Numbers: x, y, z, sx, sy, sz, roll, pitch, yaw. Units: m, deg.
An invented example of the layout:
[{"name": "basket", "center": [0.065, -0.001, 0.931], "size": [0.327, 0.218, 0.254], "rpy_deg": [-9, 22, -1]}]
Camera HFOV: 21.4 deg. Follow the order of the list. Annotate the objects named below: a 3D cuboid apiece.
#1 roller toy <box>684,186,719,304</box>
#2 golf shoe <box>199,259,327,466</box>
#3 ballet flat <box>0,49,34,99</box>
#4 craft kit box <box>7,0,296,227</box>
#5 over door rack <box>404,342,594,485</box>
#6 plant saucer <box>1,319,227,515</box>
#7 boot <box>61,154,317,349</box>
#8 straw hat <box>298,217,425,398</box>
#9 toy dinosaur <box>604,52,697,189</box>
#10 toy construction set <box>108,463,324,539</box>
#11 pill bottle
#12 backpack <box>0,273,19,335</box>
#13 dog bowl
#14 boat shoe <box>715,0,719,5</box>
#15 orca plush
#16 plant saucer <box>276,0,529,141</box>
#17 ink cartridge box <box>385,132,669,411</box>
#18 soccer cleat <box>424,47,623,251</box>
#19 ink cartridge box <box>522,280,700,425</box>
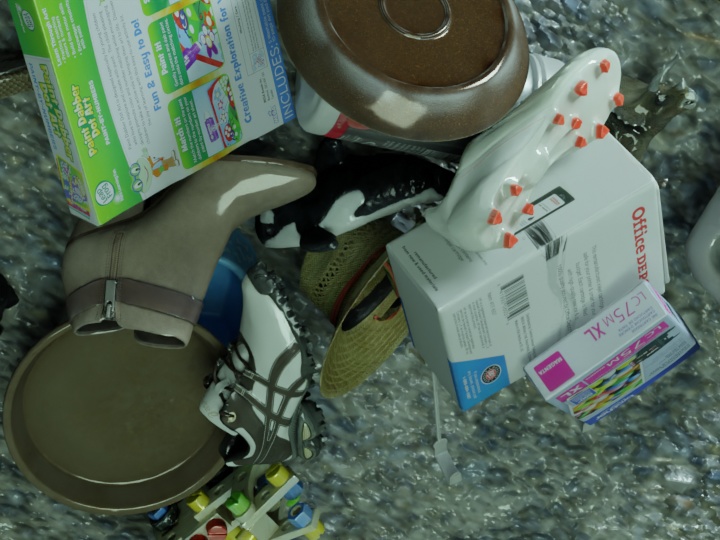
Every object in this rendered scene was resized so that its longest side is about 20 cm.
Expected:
[{"name": "roller toy", "center": [0.371, -0.013, 1.594], "size": [0.182, 0.200, 0.140], "rpy_deg": [26, 112, -12]}, {"name": "golf shoe", "center": [-0.084, 0.085, 1.511], "size": [0.094, 0.078, 0.201], "rpy_deg": [-17, 129, -11]}, {"name": "ballet flat", "center": [-0.239, -0.146, 1.452], "size": [0.199, 0.067, 0.047], "rpy_deg": [-15, 114, -11]}, {"name": "craft kit box", "center": [-0.152, -0.164, 1.419], "size": [0.197, 0.048, 0.201], "rpy_deg": [-33, 125, -33]}, {"name": "over door rack", "center": [0.119, 0.080, 1.654], "size": [0.147, 0.067, 0.201], "rpy_deg": [-21, 134, -9]}, {"name": "plant saucer", "center": [-0.194, 0.112, 1.567], "size": [0.199, 0.030, 0.201], "rpy_deg": [-5, 119, -10]}, {"name": "boot", "center": [-0.135, -0.012, 1.488], "size": [0.199, 0.147, 0.070], "rpy_deg": [-2, 157, 14]}, {"name": "straw hat", "center": [0.000, 0.000, 1.566], "size": [0.085, 0.201, 0.202], "rpy_deg": [37, 111, 17]}, {"name": "toy dinosaur", "center": [0.189, -0.098, 1.581], "size": [0.199, 0.077, 0.103], "rpy_deg": [-26, 109, 9]}, {"name": "toy construction set", "center": [-0.130, 0.223, 1.640], "size": [0.199, 0.131, 0.092], "rpy_deg": [-26, 120, 2]}, {"name": "pill bottle", "center": [0.057, -0.144, 1.491], "size": [0.199, 0.111, 0.111], "rpy_deg": [10, 116, -18]}, {"name": "backpack", "center": [-0.379, 0.074, 1.502], "size": [0.127, 0.167, 0.200], "rpy_deg": [44, 106, -9]}, {"name": "dog bowl", "center": [-0.146, 0.054, 1.591], "size": [0.111, 0.050, 0.201], "rpy_deg": [8, 116, -16]}, {"name": "boat shoe", "center": [0.344, -0.208, 1.543], "size": [0.076, 0.072, 0.200], "rpy_deg": [-42, 119, 11]}, {"name": "orca plush", "center": [-0.011, -0.070, 1.507], "size": [0.105, 0.199, 0.071], "rpy_deg": [-46, 118, -36]}, {"name": "plant saucer", "center": [0.037, -0.187, 1.419], "size": [0.199, 0.201, 0.032], "rpy_deg": [5, 149, -15]}, {"name": "ink cartridge box", "center": [0.134, -0.002, 1.497], "size": [0.199, 0.084, 0.146], "rpy_deg": [-30, 143, -11]}, {"name": "soccer cleat", "center": [0.123, -0.098, 1.435], "size": [0.200, 0.077, 0.069], "rpy_deg": [-51, 135, -21]}, {"name": "ink cartridge box", "center": [0.212, 0.073, 1.564], "size": [0.119, 0.042, 0.200], "rpy_deg": [-36, 162, 9]}]
